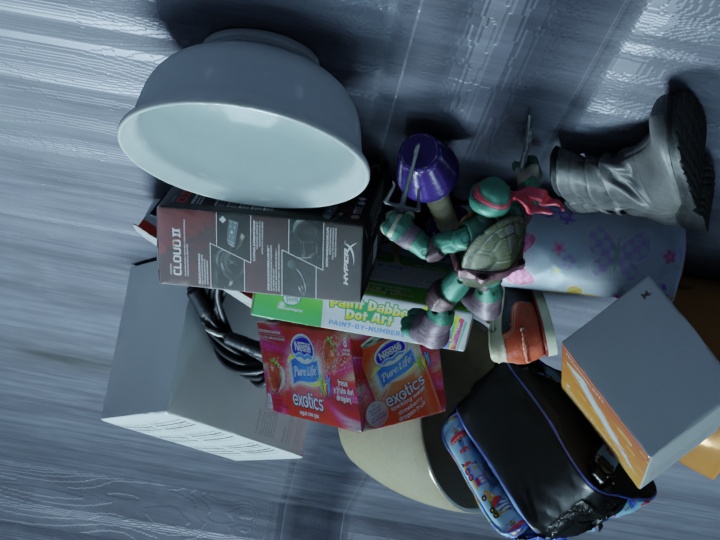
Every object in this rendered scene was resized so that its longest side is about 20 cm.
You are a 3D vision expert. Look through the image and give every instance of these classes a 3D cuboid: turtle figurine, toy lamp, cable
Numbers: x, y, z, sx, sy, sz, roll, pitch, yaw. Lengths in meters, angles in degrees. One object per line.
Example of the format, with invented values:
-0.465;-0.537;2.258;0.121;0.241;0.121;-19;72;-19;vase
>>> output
0.091;-0.028;1.229;0.148;0.101;0.201;-10;137;-18;turtle figurine
0.069;-0.068;1.324;0.057;0.059;0.200;4;164;14;toy lamp
-0.088;0.041;1.592;0.198;0.165;0.051;-14;-172;23;cable

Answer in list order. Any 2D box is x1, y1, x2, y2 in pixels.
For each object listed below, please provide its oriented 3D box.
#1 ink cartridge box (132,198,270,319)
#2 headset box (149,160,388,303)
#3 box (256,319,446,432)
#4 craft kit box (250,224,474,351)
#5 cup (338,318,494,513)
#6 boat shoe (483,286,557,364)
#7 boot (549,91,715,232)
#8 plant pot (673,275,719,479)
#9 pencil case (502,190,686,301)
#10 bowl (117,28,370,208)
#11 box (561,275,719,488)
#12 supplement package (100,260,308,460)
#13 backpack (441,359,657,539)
-0.141;-0.015;1.441;0.161;0.050;0.200;33;173;-4;ink cartridge box
-0.083;-0.044;1.306;0.197;0.078;0.149;7;-155;8;headset box
-0.012;0.092;1.455;0.099;0.097;0.199;-10;-174;-29;box
0.000;0.000;1.400;0.197;0.049;0.198;10;-160;-5;craft kit box
0.060;0.156;1.586;0.142;0.203;0.200;-6;158;35;cup
0.141;0.029;1.423;0.062;0.201;0.072;-14;116;3;boat shoe
0.211;-0.082;1.199;0.130;0.071;0.200;8;159;20;boot
0.329;0.091;1.501;0.139;0.202;0.200;22;165;11;plant pot
0.196;-0.023;1.350;0.197;0.092;0.083;7;176;6;pencil case
-0.083;-0.126;1.155;0.198;0.092;0.201;8;162;3;bowl
0.252;0.105;1.322;0.097;0.125;0.200;-36;162;-3;box
-0.169;0.105;1.742;0.199;0.194;0.146;23;158;-36;supplement package
0.202;0.187;1.508;0.135;0.183;0.199;-44;149;20;backpack
